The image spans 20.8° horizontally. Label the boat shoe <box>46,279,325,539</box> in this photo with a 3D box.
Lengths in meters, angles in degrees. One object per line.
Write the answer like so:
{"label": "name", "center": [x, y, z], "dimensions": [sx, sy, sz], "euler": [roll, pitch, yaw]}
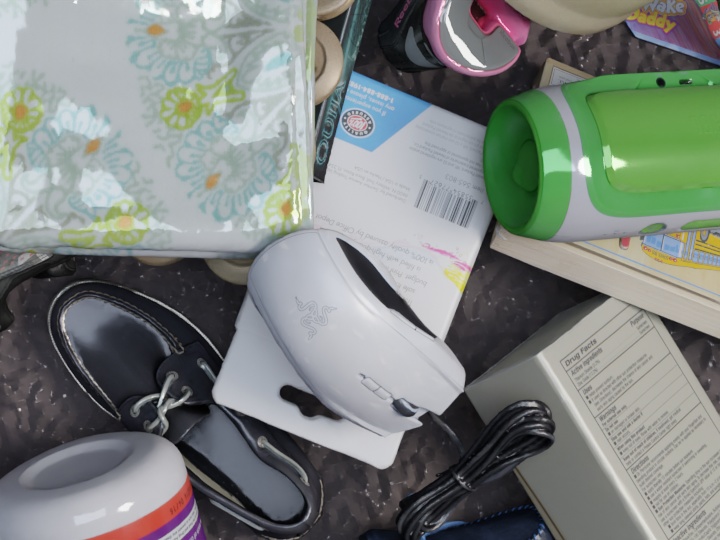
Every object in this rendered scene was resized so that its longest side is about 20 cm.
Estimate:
{"label": "boat shoe", "center": [-0.097, 0.078, 1.114], "dimensions": [0.200, 0.063, 0.073], "euler": [44, 85, -3]}

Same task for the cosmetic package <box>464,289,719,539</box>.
{"label": "cosmetic package", "center": [0.159, 0.119, 1.115], "dimensions": [0.103, 0.073, 0.201], "euler": [-32, 91, -41]}

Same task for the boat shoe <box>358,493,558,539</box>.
{"label": "boat shoe", "center": [0.018, 0.180, 1.111], "dimensions": [0.199, 0.084, 0.069], "euler": [-27, 108, -8]}

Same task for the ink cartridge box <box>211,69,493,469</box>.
{"label": "ink cartridge box", "center": [0.000, 0.000, 1.123], "dimensions": [0.114, 0.068, 0.201], "euler": [22, 86, -3]}

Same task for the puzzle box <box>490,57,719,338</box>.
{"label": "puzzle box", "center": [0.180, -0.034, 1.130], "dimensions": [0.199, 0.025, 0.134], "euler": [21, 54, -5]}

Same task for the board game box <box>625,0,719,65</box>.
{"label": "board game box", "center": [0.245, -0.198, 1.165], "dimensions": [0.199, 0.039, 0.159], "euler": [18, 87, -4]}

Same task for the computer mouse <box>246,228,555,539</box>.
{"label": "computer mouse", "center": [0.013, 0.060, 1.028], "dimensions": [0.109, 0.044, 0.200], "euler": [-33, 121, 20]}

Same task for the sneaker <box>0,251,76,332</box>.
{"label": "sneaker", "center": [-0.188, -0.050, 1.107], "dimensions": [0.098, 0.071, 0.201], "euler": [36, 75, -21]}

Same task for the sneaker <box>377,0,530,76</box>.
{"label": "sneaker", "center": [0.076, -0.185, 1.132], "dimensions": [0.079, 0.095, 0.200], "euler": [48, 60, -19]}

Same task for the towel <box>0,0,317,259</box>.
{"label": "towel", "center": [-0.118, -0.094, 1.002], "dimensions": [0.198, 0.048, 0.173], "euler": [1, 84, -14]}

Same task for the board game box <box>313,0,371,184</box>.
{"label": "board game box", "center": [-0.058, -0.158, 1.105], "dimensions": [0.134, 0.028, 0.202], "euler": [12, 83, 24]}

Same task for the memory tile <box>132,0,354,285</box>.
{"label": "memory tile", "center": [-0.089, -0.100, 1.061], "dimensions": [0.152, 0.017, 0.202], "euler": [14, 84, 7]}

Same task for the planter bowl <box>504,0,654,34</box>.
{"label": "planter bowl", "center": [0.143, -0.243, 1.045], "dimensions": [0.199, 0.134, 0.202], "euler": [15, 67, -40]}

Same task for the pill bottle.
{"label": "pill bottle", "center": [-0.128, 0.197, 1.073], "dimensions": [0.112, 0.112, 0.201], "euler": [-16, 105, -6]}

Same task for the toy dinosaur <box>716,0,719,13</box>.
{"label": "toy dinosaur", "center": [0.235, -0.157, 1.105], "dimensions": [0.047, 0.200, 0.088], "euler": [38, 83, 30]}

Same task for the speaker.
{"label": "speaker", "center": [0.171, -0.063, 1.078], "dimensions": [0.198, 0.088, 0.089], "euler": [-5, 89, -22]}
